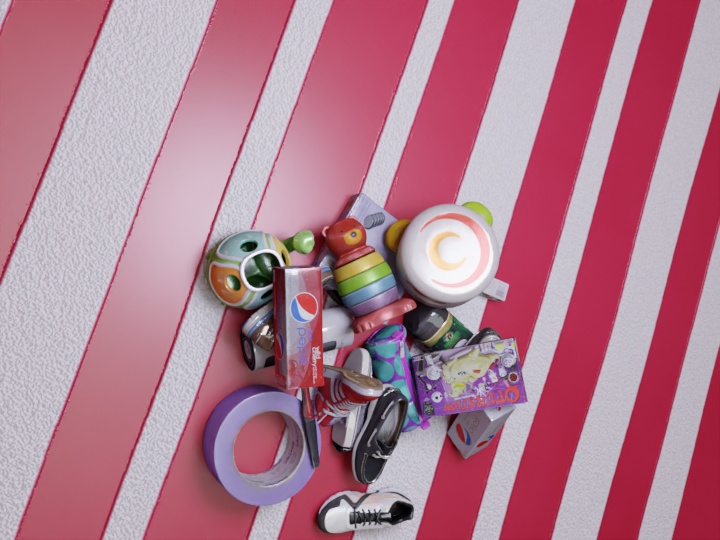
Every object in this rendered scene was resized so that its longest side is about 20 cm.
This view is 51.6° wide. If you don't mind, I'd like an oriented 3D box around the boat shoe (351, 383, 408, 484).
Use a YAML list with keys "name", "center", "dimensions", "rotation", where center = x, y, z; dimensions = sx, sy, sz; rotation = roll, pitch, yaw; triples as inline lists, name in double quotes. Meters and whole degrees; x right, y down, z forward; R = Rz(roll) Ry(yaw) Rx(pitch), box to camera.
- name: "boat shoe"
  center: [0.041, 0.315, 1.395]
  dimensions: [0.074, 0.060, 0.201]
  rotation: [14, 98, -38]

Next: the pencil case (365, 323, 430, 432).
- name: "pencil case"
  center: [0.076, 0.211, 1.456]
  dimensions: [0.085, 0.092, 0.201]
  rotation: [-26, 103, -32]

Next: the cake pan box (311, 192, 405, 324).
- name: "cake pan box"
  center: [0.015, -0.018, 1.448]
  dimensions: [0.184, 0.052, 0.201]
  rotation: [33, 77, -20]

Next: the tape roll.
- name: "tape roll"
  center: [-0.177, 0.311, 1.341]
  dimensions: [0.199, 0.085, 0.201]
  rotation: [-1, 92, -25]

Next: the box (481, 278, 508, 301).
- name: "box"
  center: [0.219, 0.014, 1.551]
  dimensions: [0.199, 0.039, 0.042]
  rotation: [21, 78, -24]

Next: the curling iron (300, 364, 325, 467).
- name: "curling iron"
  center: [-0.083, 0.252, 1.324]
  dimensions: [0.049, 0.026, 0.201]
  rotation: [-3, 92, -23]

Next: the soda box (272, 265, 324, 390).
- name: "soda box"
  center: [-0.104, 0.093, 1.244]
  dimensions: [0.070, 0.063, 0.201]
  rotation: [-2, 95, -26]

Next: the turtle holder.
- name: "turtle holder"
  center: [-0.173, -0.002, 1.312]
  dimensions: [0.185, 0.132, 0.142]
  rotation: [1, 90, -25]

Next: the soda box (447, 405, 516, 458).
- name: "soda box"
  center: [0.237, 0.298, 1.478]
  dimensions: [0.063, 0.200, 0.068]
  rotation: [-23, 62, -23]

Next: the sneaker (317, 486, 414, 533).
- name: "sneaker"
  center: [0.014, 0.464, 1.438]
  dimensions: [0.199, 0.080, 0.074]
  rotation: [-7, 95, -24]

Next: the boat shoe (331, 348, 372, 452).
- name: "boat shoe"
  center: [0.009, 0.252, 1.443]
  dimensions: [0.092, 0.075, 0.201]
  rotation: [11, 94, -32]

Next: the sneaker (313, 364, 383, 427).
- name: "sneaker"
  center: [-0.027, 0.240, 1.348]
  dimensions: [0.071, 0.200, 0.113]
  rotation: [14, 86, -26]

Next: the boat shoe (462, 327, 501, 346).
- name: "boat shoe"
  center: [0.201, 0.193, 1.440]
  dimensions: [0.067, 0.057, 0.200]
  rotation: [35, 104, -15]

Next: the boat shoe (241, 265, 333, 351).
- name: "boat shoe"
  center: [-0.114, 0.070, 1.318]
  dimensions: [0.200, 0.072, 0.072]
  rotation: [-40, 82, -24]

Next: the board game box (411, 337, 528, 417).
- name: "board game box"
  center: [0.200, 0.200, 1.385]
  dimensions: [0.032, 0.199, 0.121]
  rotation: [-4, 81, -68]

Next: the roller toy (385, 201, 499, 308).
- name: "roller toy"
  center: [0.157, -0.023, 1.398]
  dimensions: [0.199, 0.140, 0.183]
  rotation: [-11, 82, -4]

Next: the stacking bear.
- name: "stacking bear"
  center: [0.000, 0.000, 1.357]
  dimensions: [0.121, 0.114, 0.201]
  rotation: [-24, 90, -14]

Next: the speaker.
- name: "speaker"
  center: [-0.114, 0.122, 1.371]
  dimensions: [0.199, 0.081, 0.082]
  rotation: [-12, 96, -26]

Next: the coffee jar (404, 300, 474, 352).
- name: "coffee jar"
  center: [0.180, 0.141, 1.497]
  dimensions: [0.200, 0.104, 0.085]
  rotation: [42, 89, -20]
